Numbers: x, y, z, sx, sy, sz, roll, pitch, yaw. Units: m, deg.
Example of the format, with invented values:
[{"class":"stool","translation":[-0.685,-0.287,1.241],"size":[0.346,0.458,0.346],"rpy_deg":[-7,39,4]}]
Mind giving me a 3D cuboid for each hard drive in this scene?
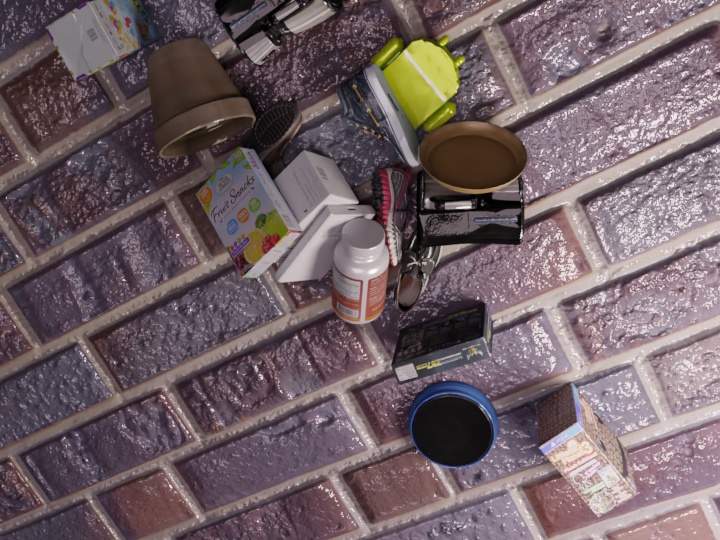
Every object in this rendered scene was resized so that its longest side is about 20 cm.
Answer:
[{"class":"hard drive","translation":[-0.070,-0.052,1.653],"size":[0.200,0.130,0.027],"rpy_deg":[-48,63,34]}]

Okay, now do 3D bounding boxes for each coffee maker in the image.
[{"class":"coffee maker","translation":[-0.157,-0.501,1.516],"size":[0.197,0.134,0.195],"rpy_deg":[-26,82,18]},{"class":"coffee maker","translation":[0.203,-0.095,1.585],"size":[0.195,0.136,0.195],"rpy_deg":[0,128,2]}]

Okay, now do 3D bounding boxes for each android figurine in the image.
[{"class":"android figurine","translation":[0.103,-0.346,1.562],"size":[0.199,0.041,0.182],"rpy_deg":[-41,99,25]}]

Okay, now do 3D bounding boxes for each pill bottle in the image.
[{"class":"pill bottle","translation":[0.000,0.000,1.649],"size":[0.110,0.113,0.202],"rpy_deg":[11,136,6]}]

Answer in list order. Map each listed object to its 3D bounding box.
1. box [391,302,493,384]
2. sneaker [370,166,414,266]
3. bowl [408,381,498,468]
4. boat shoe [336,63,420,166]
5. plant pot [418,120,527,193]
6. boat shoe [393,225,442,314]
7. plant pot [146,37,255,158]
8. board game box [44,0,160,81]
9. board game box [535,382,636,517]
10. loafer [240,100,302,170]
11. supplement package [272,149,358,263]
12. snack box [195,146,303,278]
[{"class":"box","translation":[0.166,0.145,1.685],"size":[0.196,0.158,0.052],"rpy_deg":[-19,109,16]},{"class":"sneaker","translation":[0.070,-0.102,1.651],"size":[0.073,0.081,0.204],"rpy_deg":[-13,121,-17]},{"class":"bowl","translation":[0.199,0.338,1.822],"size":[0.196,0.039,0.205],"rpy_deg":[4,112,9]},{"class":"boat shoe","translation":[0.035,-0.272,1.557],"size":[0.090,0.071,0.203],"rpy_deg":[-24,99,25]},{"class":"plant pot","translation":[0.203,-0.202,1.526],"size":[0.195,0.202,0.028],"rpy_deg":[6,135,8]},{"class":"boat shoe","translation":[0.116,-0.009,1.683],"size":[0.070,0.068,0.203],"rpy_deg":[21,111,3]},{"class":"plant pot","translation":[-0.318,-0.330,1.582],"size":[0.197,0.200,0.177],"rpy_deg":[-23,91,18]},{"class":"board game box","translation":[-0.467,-0.435,1.547],"size":[0.101,0.201,0.106],"rpy_deg":[-22,108,18]},{"class":"board game box","translation":[0.456,0.363,1.717],"size":[0.096,0.160,0.201],"rpy_deg":[-37,102,21]},{"class":"loafer","translation":[-0.179,-0.250,1.646],"size":[0.200,0.071,0.074],"rpy_deg":[-43,71,23]},{"class":"supplement package","translation":[-0.122,-0.118,1.639],"size":[0.199,0.109,0.115],"rpy_deg":[-42,67,22]},{"class":"snack box","translation":[-0.213,-0.109,1.596],"size":[0.142,0.053,0.202],"rpy_deg":[-40,70,24]}]
